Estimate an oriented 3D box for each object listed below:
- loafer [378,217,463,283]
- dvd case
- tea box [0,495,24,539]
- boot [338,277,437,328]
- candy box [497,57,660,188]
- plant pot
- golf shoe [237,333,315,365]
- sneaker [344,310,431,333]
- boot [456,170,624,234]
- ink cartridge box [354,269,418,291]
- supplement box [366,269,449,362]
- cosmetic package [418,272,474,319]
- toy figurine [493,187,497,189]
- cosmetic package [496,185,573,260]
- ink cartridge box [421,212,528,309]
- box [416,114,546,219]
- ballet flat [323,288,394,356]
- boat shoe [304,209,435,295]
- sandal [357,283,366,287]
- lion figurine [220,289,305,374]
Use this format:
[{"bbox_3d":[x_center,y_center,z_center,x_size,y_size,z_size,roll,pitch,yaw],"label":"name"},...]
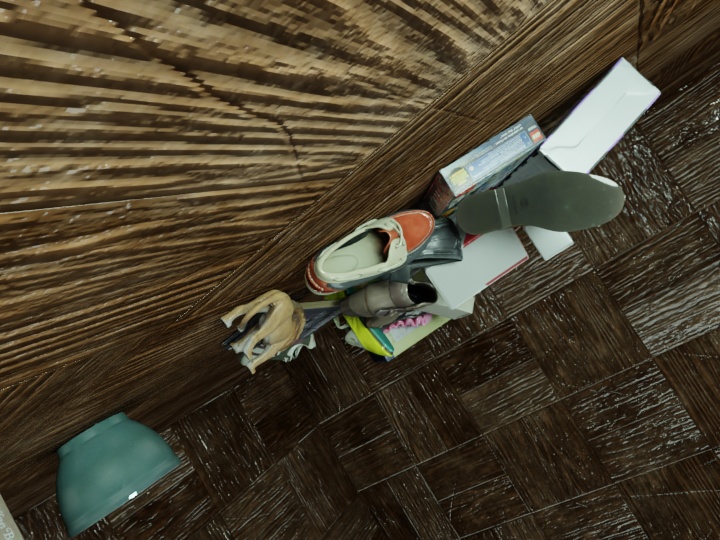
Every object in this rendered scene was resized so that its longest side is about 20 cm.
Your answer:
[{"bbox_3d":[0.049,-0.014,0.770,0.198,0.071,0.068,-18,168,-6],"label":"loafer"},{"bbox_3d":[-0.125,0.093,0.974,0.148,0.016,0.199,-36,159,35],"label":"dvd case"},{"bbox_3d":[-0.465,0.359,0.594,0.196,0.201,0.133,-36,174,23],"label":"tea box"},{"bbox_3d":[0.064,0.053,0.936,0.145,0.071,0.199,-15,170,33],"label":"boot"},{"bbox_3d":[0.299,-0.178,0.789,0.168,0.071,0.200,-47,177,-5],"label":"candy box"},{"bbox_3d":[-0.427,0.330,0.940,0.199,0.135,0.200,-32,176,-2],"label":"plant pot"},{"bbox_3d":[-0.194,0.179,1.262,0.199,0.089,0.077,-33,177,19],"label":"golf shoe"},{"bbox_3d":[0.057,0.079,1.149,0.198,0.097,0.079,-15,-146,-20],"label":"sneaker"},{"bbox_3d":[0.227,-0.087,0.703,0.198,0.075,0.075,-3,-171,28],"label":"boot"},{"bbox_3d":[0.058,-0.010,1.102,0.147,0.076,0.200,-30,171,-22],"label":"ink cartridge box"},{"bbox_3d":[0.077,0.074,1.280,0.198,0.202,0.134,-30,178,-16],"label":"supplement box"},{"bbox_3d":[0.182,-0.015,1.096,0.103,0.086,0.203,138,-35,-75],"label":"cosmetic package"},{"bbox_3d":[0.305,-0.169,1.036,0.201,0.150,0.184,-56,-164,-14],"label":"toy figurine"},{"bbox_3d":[0.367,-0.127,1.175,0.071,0.201,0.101,-33,176,19],"label":"cosmetic package"},{"bbox_3d":[0.161,-0.043,0.903,0.143,0.084,0.200,-34,-158,6],"label":"ink cartridge box"},{"bbox_3d":[0.155,-0.126,0.757,0.136,0.040,0.200,-32,175,-5],"label":"box"},{"bbox_3d":[-0.010,0.099,1.041,0.067,0.201,0.067,-42,148,10],"label":"ballet flat"},{"bbox_3d":[0.021,-0.030,0.695,0.198,0.072,0.063,-26,170,-24],"label":"boat shoe"},{"bbox_3d":[0.000,0.000,0.890,0.081,0.055,0.200,-34,169,10],"label":"sandal"},{"bbox_3d":[-0.120,0.070,0.757,0.122,0.073,0.200,-39,173,-20],"label":"lion figurine"}]
